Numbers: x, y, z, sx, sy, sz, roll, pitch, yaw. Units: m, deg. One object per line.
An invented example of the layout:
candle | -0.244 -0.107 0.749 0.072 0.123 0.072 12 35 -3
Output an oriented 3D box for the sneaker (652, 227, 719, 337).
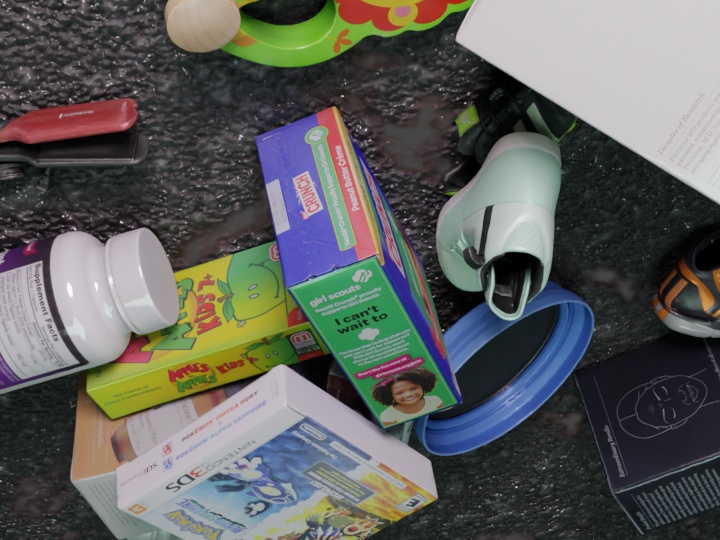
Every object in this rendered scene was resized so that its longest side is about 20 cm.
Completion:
sneaker | 0.382 0.016 1.026 0.200 0.078 0.112 5 137 -15

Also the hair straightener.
hair straightener | -0.256 -0.078 0.828 0.200 0.041 0.077 -10 138 0

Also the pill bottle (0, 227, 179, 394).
pill bottle | -0.255 0.032 0.897 0.200 0.111 0.111 -16 138 7

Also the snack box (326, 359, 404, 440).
snack box | 0.001 0.158 1.028 0.072 0.024 0.200 14 137 7

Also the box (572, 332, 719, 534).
box | 0.339 0.150 1.112 0.200 0.148 0.107 -24 136 15

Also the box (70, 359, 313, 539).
box | -0.143 0.131 0.996 0.200 0.152 0.106 -15 136 4

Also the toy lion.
toy lion | -0.007 -0.208 0.726 0.192 0.069 0.200 17 132 -37

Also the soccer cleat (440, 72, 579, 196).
soccer cleat | 0.118 -0.119 0.837 0.081 0.068 0.200 5 139 -14

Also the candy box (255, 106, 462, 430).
candy box | 0.000 0.000 0.867 0.077 0.169 0.200 -23 137 10

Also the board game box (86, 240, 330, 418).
board game box | -0.131 0.047 0.943 0.200 0.102 0.048 -17 138 8

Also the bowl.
bowl | 0.129 0.090 1.033 0.201 0.039 0.201 -27 146 -20

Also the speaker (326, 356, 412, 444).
speaker | 0.013 0.118 1.063 0.088 0.088 0.200 -2 138 -9

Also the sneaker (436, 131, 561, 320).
sneaker | 0.096 -0.005 0.855 0.074 0.118 0.200 13 151 -4

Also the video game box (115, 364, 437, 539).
video game box | -0.067 0.176 0.915 0.182 0.047 0.200 -32 132 24

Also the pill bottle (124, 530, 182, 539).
pill bottle | -0.142 0.248 1.147 0.200 0.111 0.111 9 135 -20

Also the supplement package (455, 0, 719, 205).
supplement package | 0.178 -0.151 0.699 0.200 0.117 0.117 31 115 0
